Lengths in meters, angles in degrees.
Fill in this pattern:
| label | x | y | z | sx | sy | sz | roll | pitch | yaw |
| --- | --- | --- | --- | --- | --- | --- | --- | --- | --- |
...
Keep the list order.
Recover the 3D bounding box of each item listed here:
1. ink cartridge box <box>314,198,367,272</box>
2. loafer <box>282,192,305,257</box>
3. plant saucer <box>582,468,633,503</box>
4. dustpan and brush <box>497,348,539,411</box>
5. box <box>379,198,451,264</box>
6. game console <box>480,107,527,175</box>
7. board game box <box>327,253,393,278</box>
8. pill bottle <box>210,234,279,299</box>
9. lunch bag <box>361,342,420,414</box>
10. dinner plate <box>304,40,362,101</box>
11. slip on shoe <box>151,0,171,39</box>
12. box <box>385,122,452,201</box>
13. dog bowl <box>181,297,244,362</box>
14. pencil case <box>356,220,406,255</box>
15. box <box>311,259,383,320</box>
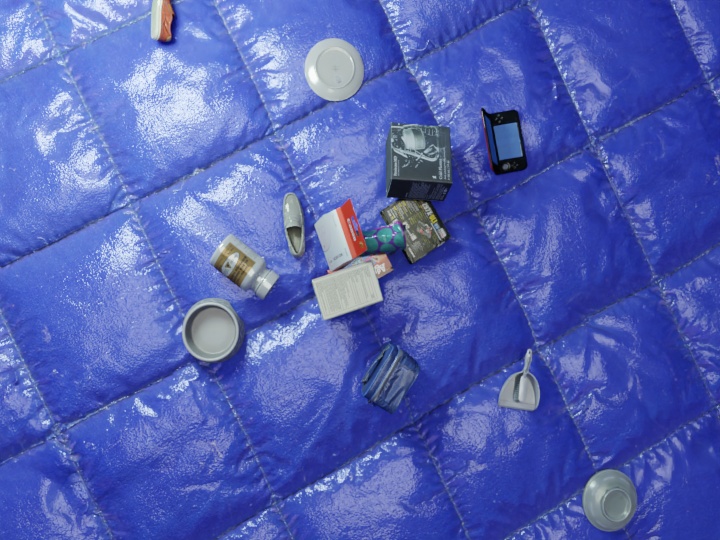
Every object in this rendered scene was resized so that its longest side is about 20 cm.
| label | x | y | z | sx | sy | sz | roll | pitch | yaw |
| --- | --- | --- | --- | --- | --- | --- | --- | --- | --- |
| ink cartridge box | -0.064 | -0.103 | 1.579 | 0.056 | 0.200 | 0.167 | -16 | 81 | -25 |
| loafer | -0.206 | -0.144 | 1.636 | 0.068 | 0.070 | 0.206 | -10 | 90 | -6 |
| plant saucer | 0.842 | 0.773 | 1.736 | 0.194 | 0.050 | 0.207 | 0 | 89 | -7 |
| dustpan and brush | 0.533 | 0.357 | 1.707 | 0.135 | 0.057 | 0.207 | 8 | 88 | -6 |
| box | 0.178 | -0.148 | 1.689 | 0.158 | 0.049 | 0.203 | -33 | 92 | -8 |
| game console | 0.468 | -0.426 | 1.691 | 0.167 | 0.119 | 0.206 | -10 | 90 | -6 |
| board game box | 0.000 | 0.000 | 1.681 | 0.197 | 0.019 | 0.105 | -29 | 93 | -6 |
| pill bottle | -0.350 | -0.006 | 1.595 | 0.198 | 0.114 | 0.115 | 38 | 85 | -4 |
| lunch bag | 0.081 | 0.335 | 1.622 | 0.131 | 0.136 | 0.203 | 33 | 87 | -4 |
| dinner plate | -0.084 | -0.654 | 1.686 | 0.194 | 0.024 | 0.207 | 0 | 90 | -6 |
| slip on shoe | -0.610 | -0.807 | 1.618 | 0.060 | 0.073 | 0.207 | 7 | 81 | -40 |
| box | 0.179 | -0.338 | 1.630 | 0.190 | 0.124 | 0.206 | 2 | 69 | -4 |
| dog bowl | -0.458 | 0.187 | 1.608 | 0.194 | 0.059 | 0.207 | 0 | 88 | -7 |
| pencil case | 0.046 | -0.099 | 1.629 | 0.194 | 0.085 | 0.095 | -9 | 108 | 12 |
| box | -0.042 | 0.060 | 1.611 | 0.195 | 0.109 | 0.131 | -18 | 90 | -6 |
